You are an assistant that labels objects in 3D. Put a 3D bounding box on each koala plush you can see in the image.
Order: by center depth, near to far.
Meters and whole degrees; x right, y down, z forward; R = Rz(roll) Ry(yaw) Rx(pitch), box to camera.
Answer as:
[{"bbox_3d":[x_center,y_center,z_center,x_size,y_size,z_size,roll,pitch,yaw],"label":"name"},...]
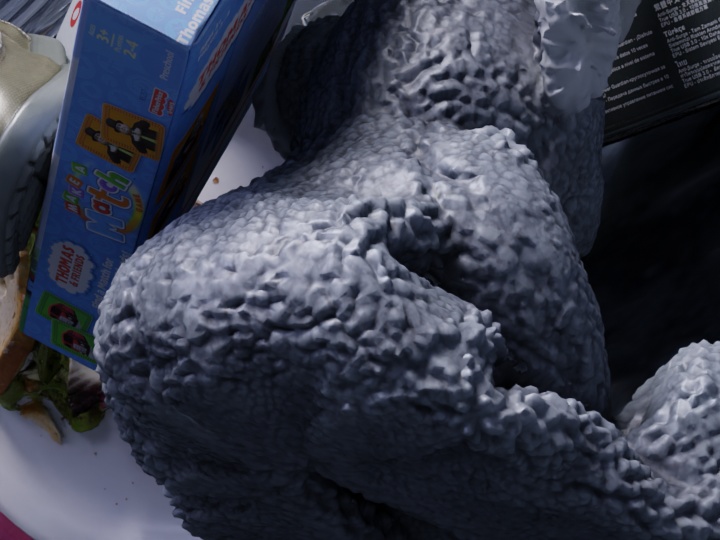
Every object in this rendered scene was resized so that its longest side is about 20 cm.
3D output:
[{"bbox_3d":[0.022,-0.017,0.579,0.177,0.184,0.200,-18,49,45],"label":"koala plush"}]

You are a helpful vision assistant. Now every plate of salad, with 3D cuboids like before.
[{"bbox_3d":[-0.078,0.022,0.739,0.200,0.200,0.048,-39,-7,8],"label":"plate of salad"}]

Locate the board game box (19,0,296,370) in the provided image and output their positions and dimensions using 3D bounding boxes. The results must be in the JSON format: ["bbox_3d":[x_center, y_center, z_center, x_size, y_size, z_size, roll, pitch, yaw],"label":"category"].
[{"bbox_3d":[-0.051,-0.075,0.609,0.151,0.037,0.200,-63,1,-31],"label":"board game box"}]

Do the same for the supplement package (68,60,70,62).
[{"bbox_3d":[-0.179,0.005,0.874,0.200,0.117,0.117,-34,-31,-39],"label":"supplement package"}]

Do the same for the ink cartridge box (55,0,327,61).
[{"bbox_3d":[-0.054,-0.125,0.855,0.147,0.083,0.200,-64,27,10],"label":"ink cartridge box"}]

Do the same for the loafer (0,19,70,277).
[{"bbox_3d":[-0.137,-0.051,0.642,0.075,0.070,0.200,-66,16,5],"label":"loafer"}]

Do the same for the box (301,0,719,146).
[{"bbox_3d":[0.109,-0.098,0.696,0.164,0.086,0.200,-21,1,-44],"label":"box"}]

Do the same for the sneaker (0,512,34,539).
[{"bbox_3d":[-0.154,0.127,0.839,0.200,0.079,0.095,-47,-2,-16],"label":"sneaker"}]
